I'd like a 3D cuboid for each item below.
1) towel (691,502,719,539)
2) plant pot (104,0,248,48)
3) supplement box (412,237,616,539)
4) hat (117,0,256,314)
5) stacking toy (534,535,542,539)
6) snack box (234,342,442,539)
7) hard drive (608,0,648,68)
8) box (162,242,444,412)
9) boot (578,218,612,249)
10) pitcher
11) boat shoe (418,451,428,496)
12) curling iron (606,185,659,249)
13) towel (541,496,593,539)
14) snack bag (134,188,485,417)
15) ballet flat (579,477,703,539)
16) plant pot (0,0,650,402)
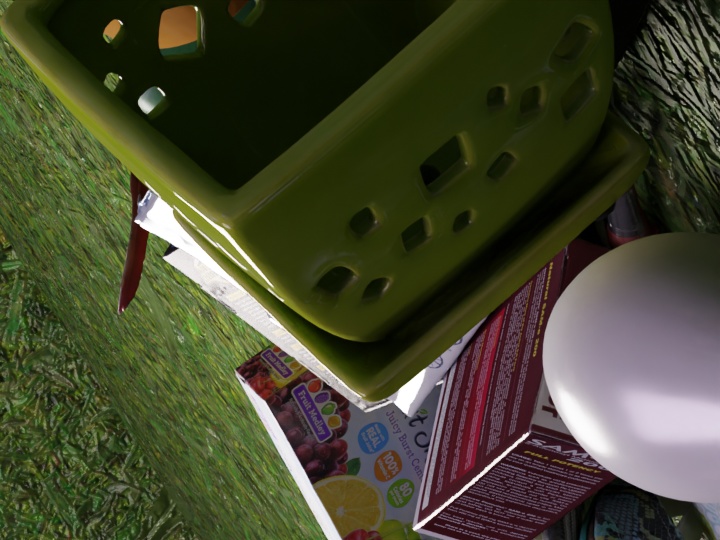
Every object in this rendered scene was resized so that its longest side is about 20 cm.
[{"bbox_3d":[0.220,0.120,1.435,0.171,0.048,0.200,45,164,34],"label":"towel"},{"bbox_3d":[-0.140,-0.220,1.584,0.200,0.200,0.183,46,-179,34],"label":"plant pot"},{"bbox_3d":[0.091,0.069,1.479,0.061,0.109,0.200,17,158,-10],"label":"supplement box"},{"bbox_3d":[-0.152,-0.125,1.851,0.200,0.176,0.166,50,167,20],"label":"hat"},{"bbox_3d":[0.086,0.104,1.823,0.085,0.085,0.200,47,162,30],"label":"stacking toy"},{"bbox_3d":[0.020,0.106,1.913,0.053,0.142,0.200,40,162,51],"label":"snack box"},{"bbox_3d":[0.074,-0.165,1.240,0.140,0.038,0.200,52,167,11],"label":"hard drive"},{"bbox_3d":[0.000,0.000,1.619,0.160,0.049,0.200,39,151,-14],"label":"box"},{"bbox_3d":[0.077,-0.070,1.435,0.090,0.073,0.200,38,169,31],"label":"boot"},{"bbox_3d":[0.188,0.063,1.281,0.172,0.121,0.200,44,163,-31],"label":"pitcher"},{"bbox_3d":[0.072,0.130,1.728,0.075,0.062,0.200,28,164,13],"label":"boat shoe"},{"bbox_3d":[0.133,-0.026,1.427,0.200,0.026,0.050,62,-173,-51],"label":"curling iron"},{"bbox_3d":[0.124,0.149,1.647,0.193,0.035,0.200,-90,-7,-46],"label":"towel"},{"bbox_3d":[-0.026,-0.013,1.546,0.200,0.021,0.189,35,151,1],"label":"snack bag"},{"bbox_3d":[0.161,0.131,1.602,0.074,0.074,0.200,58,-164,-15],"label":"ballet flat"},{"bbox_3d":[-0.002,-0.075,1.247,0.200,0.199,0.182,42,169,43],"label":"plant pot"}]
